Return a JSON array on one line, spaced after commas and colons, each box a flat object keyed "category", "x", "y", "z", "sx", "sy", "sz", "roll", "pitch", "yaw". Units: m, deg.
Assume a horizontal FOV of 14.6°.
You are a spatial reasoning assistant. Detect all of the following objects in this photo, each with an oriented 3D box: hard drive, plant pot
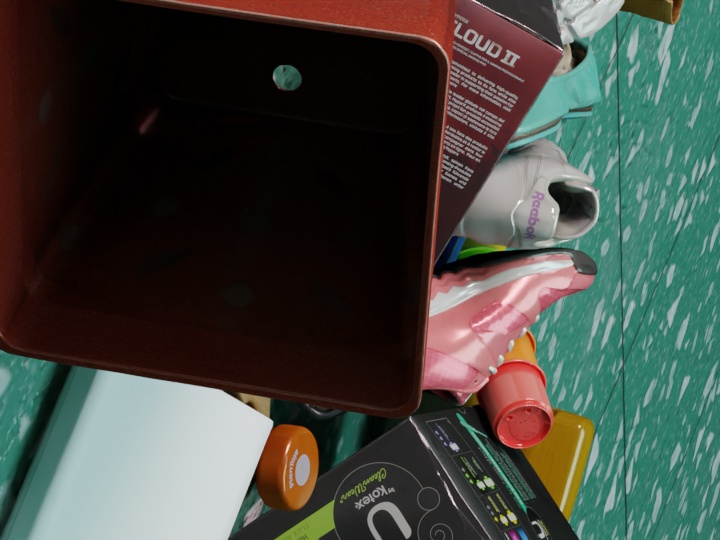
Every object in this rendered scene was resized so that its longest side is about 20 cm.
[{"category": "hard drive", "x": -0.125, "y": 0.144, "z": 1.407, "sx": 0.132, "sy": 0.026, "sz": 0.200, "roll": 34, "pitch": 73, "yaw": -46}, {"category": "plant pot", "x": -0.049, "y": -0.077, "z": 1.273, "sx": 0.176, "sy": 0.200, "sz": 0.200, "roll": -71, "pitch": 168, "yaw": -53}]

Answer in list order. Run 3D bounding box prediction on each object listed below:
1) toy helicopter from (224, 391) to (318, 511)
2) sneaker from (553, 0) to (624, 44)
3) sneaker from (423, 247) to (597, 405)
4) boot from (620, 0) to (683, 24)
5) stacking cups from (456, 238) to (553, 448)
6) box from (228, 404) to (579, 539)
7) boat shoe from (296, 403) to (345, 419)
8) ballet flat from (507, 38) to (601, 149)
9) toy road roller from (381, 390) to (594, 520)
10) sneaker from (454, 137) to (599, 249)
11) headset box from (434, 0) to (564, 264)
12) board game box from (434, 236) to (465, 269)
[{"category": "toy helicopter", "x": -0.079, "y": 0.037, "z": 1.510, "sx": 0.132, "sy": 0.079, "sz": 0.200, "roll": 7, "pitch": 88, "yaw": -65}, {"category": "sneaker", "x": 0.086, "y": -0.168, "z": 1.729, "sx": 0.200, "sy": 0.082, "sz": 0.077, "roll": -38, "pitch": 131, "yaw": -19}, {"category": "sneaker", "x": 0.066, "y": 0.039, "z": 1.795, "sx": 0.200, "sy": 0.074, "sz": 0.087, "roll": -16, "pitch": 96, "yaw": -28}, {"category": "boot", "x": 0.157, "y": -0.247, "z": 1.836, "sx": 0.201, "sy": 0.144, "sz": 0.071, "roll": 83, "pitch": 28, "yaw": -53}, {"category": "stacking cups", "x": 0.090, "y": 0.044, "z": 1.873, "sx": 0.200, "sy": 0.060, "sz": 0.061, "roll": -106, "pitch": -165, "yaw": -49}, {"category": "box", "x": 0.034, "y": 0.175, "z": 1.778, "sx": 0.148, "sy": 0.124, "sz": 0.200, "roll": -36, "pitch": 170, "yaw": 14}, {"category": "boat shoe", "x": -0.002, "y": -0.001, "z": 1.681, "sx": 0.066, "sy": 0.074, "sz": 0.200, "roll": -60, "pitch": 172, "yaw": -73}, {"category": "ballet flat", "x": 0.104, "y": -0.121, "z": 1.791, "sx": 0.200, "sy": 0.067, "sz": 0.071, "roll": -28, "pitch": 110, "yaw": -69}, {"category": "toy road roller", "x": 0.095, "y": 0.130, "z": 1.996, "sx": 0.200, "sy": 0.146, "sz": 0.123, "roll": 19, "pitch": 88, "yaw": -74}, {"category": "sneaker", "x": 0.112, "y": -0.042, "z": 1.809, "sx": 0.200, "sy": 0.099, "sz": 0.075, "roll": -25, "pitch": 128, "yaw": -70}, {"category": "headset box", "x": 0.038, "y": -0.089, "z": 1.548, "sx": 0.200, "sy": 0.077, "sz": 0.149, "roll": -60, "pitch": -171, "yaw": 17}, {"category": "board game box", "x": 0.063, "y": -0.108, "z": 1.841, "sx": 0.152, "sy": 0.045, "sz": 0.200, "roll": 76, "pitch": 34, "yaw": -60}]
